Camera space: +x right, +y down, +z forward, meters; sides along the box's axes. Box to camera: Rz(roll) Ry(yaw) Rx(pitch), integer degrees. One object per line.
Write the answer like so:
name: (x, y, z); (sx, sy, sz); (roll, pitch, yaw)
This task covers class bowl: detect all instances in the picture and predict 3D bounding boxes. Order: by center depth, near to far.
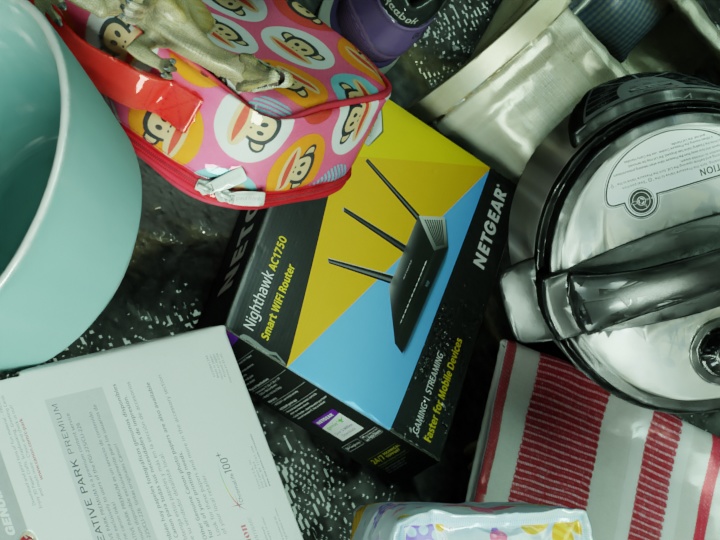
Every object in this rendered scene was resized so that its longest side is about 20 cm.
bowl: (-0.185, -0.029, 1.373); (0.105, 0.200, 0.202); (29, 51, -46)

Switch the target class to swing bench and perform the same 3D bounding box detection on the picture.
swing bench: (0.165, -0.098, 1.693); (0.199, 0.130, 0.200); (47, 48, -10)

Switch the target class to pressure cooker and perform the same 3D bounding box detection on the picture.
pressure cooker: (0.178, -0.012, 1.528); (0.178, 0.200, 0.177); (31, 95, -7)

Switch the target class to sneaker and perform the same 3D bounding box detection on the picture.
sneaker: (0.047, -0.207, 1.686); (0.076, 0.087, 0.201); (34, 51, -18)

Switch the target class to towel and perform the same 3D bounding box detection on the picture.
towel: (0.153, 0.135, 1.554); (0.199, 0.023, 0.145); (26, 56, -17)

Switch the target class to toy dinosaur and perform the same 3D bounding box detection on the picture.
toy dinosaur: (-0.118, -0.148, 1.398); (0.101, 0.058, 0.200); (0, 47, -53)

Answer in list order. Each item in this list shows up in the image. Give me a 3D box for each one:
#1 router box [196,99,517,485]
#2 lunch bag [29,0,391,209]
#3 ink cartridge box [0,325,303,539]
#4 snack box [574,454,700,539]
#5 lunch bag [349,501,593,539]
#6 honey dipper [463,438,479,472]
router box: (0.000, 0.000, 1.570); (0.149, 0.051, 0.201); (32, 53, -18)
lunch bag: (-0.098, -0.113, 1.469); (0.200, 0.082, 0.176); (37, 24, 20)
ink cartridge box: (-0.122, 0.146, 1.385); (0.175, 0.084, 0.201); (-11, 75, -39)
snack box: (0.201, 0.195, 1.613); (0.199, 0.068, 0.170); (1, 67, -33)
lunch bag: (0.059, 0.218, 1.399); (0.126, 0.170, 0.202); (1, 86, -7)
honey dipper: (0.098, 0.192, 1.560); (0.038, 0.038, 0.201); (-1, 70, -37)
